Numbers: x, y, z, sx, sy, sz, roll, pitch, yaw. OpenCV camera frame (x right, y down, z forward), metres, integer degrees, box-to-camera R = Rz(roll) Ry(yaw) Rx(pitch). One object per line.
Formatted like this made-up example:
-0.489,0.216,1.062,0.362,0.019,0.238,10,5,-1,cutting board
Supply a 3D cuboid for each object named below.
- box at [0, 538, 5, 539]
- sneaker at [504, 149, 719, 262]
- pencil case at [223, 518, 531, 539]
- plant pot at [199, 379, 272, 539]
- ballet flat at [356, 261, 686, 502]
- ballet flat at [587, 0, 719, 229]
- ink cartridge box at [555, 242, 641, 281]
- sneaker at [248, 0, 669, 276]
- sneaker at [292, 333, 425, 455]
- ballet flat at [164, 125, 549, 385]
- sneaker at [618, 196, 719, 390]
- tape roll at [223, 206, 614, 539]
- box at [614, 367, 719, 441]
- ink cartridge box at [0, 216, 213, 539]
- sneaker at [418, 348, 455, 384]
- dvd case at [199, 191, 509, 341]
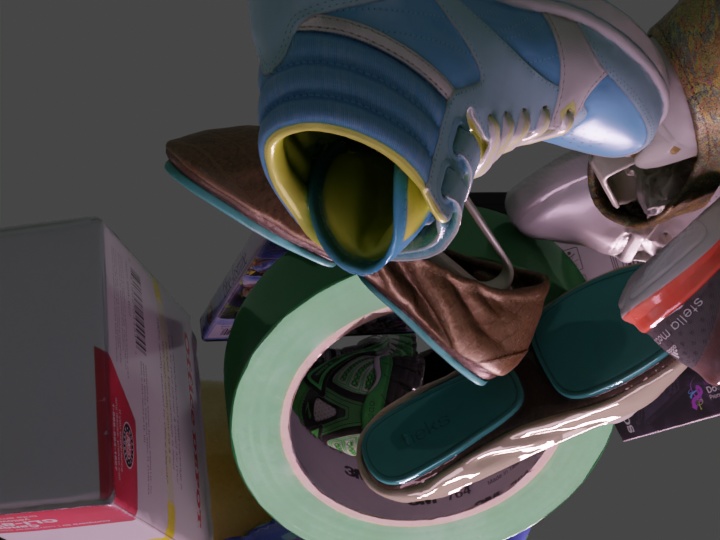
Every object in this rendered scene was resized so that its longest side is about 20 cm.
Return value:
-0.220,0.152,1.268,0.136,0.038,0.200,24,-173,0,box
0.171,-0.017,1.012,0.198,0.089,0.075,-2,164,-12,sneaker
0.011,0.165,1.222,0.199,0.087,0.078,-20,173,-27,pencil case
-0.062,0.157,1.319,0.141,0.201,0.200,-10,164,-12,plant pot
0.092,0.058,1.002,0.199,0.070,0.069,-26,158,14,ballet flat
0.131,-0.062,0.879,0.070,0.071,0.200,-6,166,-2,ballet flat
0.133,0.026,1.166,0.160,0.050,0.200,-18,159,5,ink cartridge box
0.036,-0.047,0.756,0.199,0.131,0.079,19,149,-33,sneaker
-0.009,0.069,1.216,0.084,0.079,0.200,7,178,-1,sneaker
0.008,-0.024,0.936,0.199,0.068,0.072,34,101,-19,ballet flat
0.201,-0.016,0.912,0.200,0.082,0.077,-39,174,-21,sneaker
0.030,0.061,1.057,0.199,0.048,0.202,-5,126,-6,tape roll
0.238,0.028,1.129,0.142,0.036,0.200,-22,-177,41,box
-0.144,0.073,1.088,0.083,0.146,0.200,-8,163,8,ink cartridge box
0.093,0.093,1.364,0.075,0.107,0.199,30,-145,34,sneaker
0.000,0.000,1.122,0.142,0.018,0.200,-2,161,-17,dvd case
